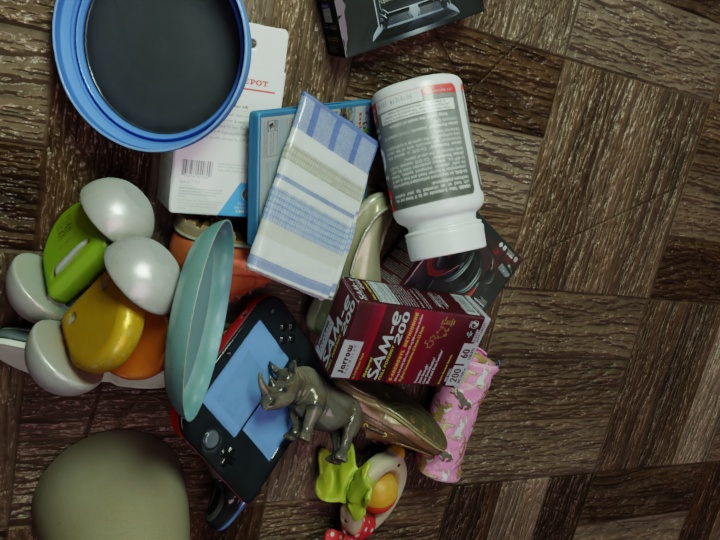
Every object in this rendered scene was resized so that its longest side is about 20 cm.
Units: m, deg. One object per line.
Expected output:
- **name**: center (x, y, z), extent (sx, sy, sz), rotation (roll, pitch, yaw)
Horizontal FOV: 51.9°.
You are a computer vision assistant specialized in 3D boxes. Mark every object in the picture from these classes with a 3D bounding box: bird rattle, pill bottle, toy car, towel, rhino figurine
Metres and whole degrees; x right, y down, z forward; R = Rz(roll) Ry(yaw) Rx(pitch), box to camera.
- **bird rattle**: center (0.012, 0.339, 1.067), extent (0.161, 0.112, 0.204), rotation (-27, 123, -36)
- **pill bottle**: center (0.085, -0.119, 0.885), extent (0.112, 0.113, 0.205), rotation (-11, 91, -24)
- **toy car**: center (-0.249, 0.023, 0.756), extent (0.175, 0.201, 0.149), rotation (-41, 148, 12)
- **towel**: center (-0.051, -0.076, 0.832), extent (0.146, 0.023, 0.204), rotation (23, 83, -51)
- **rhino figurine**: center (-0.064, 0.167, 0.909), extent (0.200, 0.059, 0.089), rotation (42, 57, -42)

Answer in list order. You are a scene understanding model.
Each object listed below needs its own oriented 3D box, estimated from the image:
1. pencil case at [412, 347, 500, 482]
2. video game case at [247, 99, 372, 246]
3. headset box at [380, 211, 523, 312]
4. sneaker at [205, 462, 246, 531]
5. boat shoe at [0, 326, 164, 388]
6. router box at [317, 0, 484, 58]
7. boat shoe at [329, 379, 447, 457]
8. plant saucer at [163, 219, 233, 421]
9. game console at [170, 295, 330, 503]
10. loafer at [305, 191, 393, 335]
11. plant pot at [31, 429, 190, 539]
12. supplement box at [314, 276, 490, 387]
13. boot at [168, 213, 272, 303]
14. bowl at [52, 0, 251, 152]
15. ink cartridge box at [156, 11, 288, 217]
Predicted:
- **pencil case**: center (0.140, 0.211, 1.095), extent (0.085, 0.083, 0.204), rotation (15, 101, -15)
- **video game case**: center (-0.054, -0.117, 0.854), extent (0.198, 0.018, 0.146), rotation (-21, 121, -50)
- **headset box**: center (0.106, 0.016, 1.007), extent (0.148, 0.075, 0.201), rotation (39, 88, -34)
- **sneaker**: center (-0.176, 0.227, 0.939), extent (0.081, 0.070, 0.204), rotation (5, 100, -28)
- **boat shoe**: center (-0.307, 0.086, 0.829), extent (0.196, 0.073, 0.063), rotation (14, 58, -25)
- **router box**: center (0.040, -0.352, 0.848), extent (0.197, 0.052, 0.160), rotation (-23, 117, -19)
- **boat shoe**: center (0.031, 0.203, 1.027), extent (0.198, 0.072, 0.068), rotation (33, 111, -13)
- **plant saucer**: center (-0.163, 0.048, 0.746), extent (0.027, 0.200, 0.205), rotation (10, 105, -1)
- **game console**: center (-0.125, 0.152, 0.895), extent (0.201, 0.031, 0.178), rotation (-54, 127, -29)
- **loafer**: center (0.000, 0.000, 0.935), extent (0.075, 0.068, 0.203), rotation (-10, 127, -65)
- **plant pot**: center (-0.267, 0.316, 0.840), extent (0.184, 0.199, 0.192), rotation (-10, 113, -25)
- **supplement box**: center (0.053, 0.080, 0.918), extent (0.196, 0.061, 0.111), rotation (8, 115, -29)
- **boot**: center (-0.136, -0.003, 0.878), extent (0.196, 0.075, 0.109), rotation (13, 110, -27)
- **bowl**: center (-0.199, -0.219, 0.716), extent (0.196, 0.039, 0.206), rotation (2, 102, 8)
- **ink cartridge box**: center (-0.151, -0.166, 0.803), extent (0.114, 0.068, 0.205), rotation (1, 108, -29)
